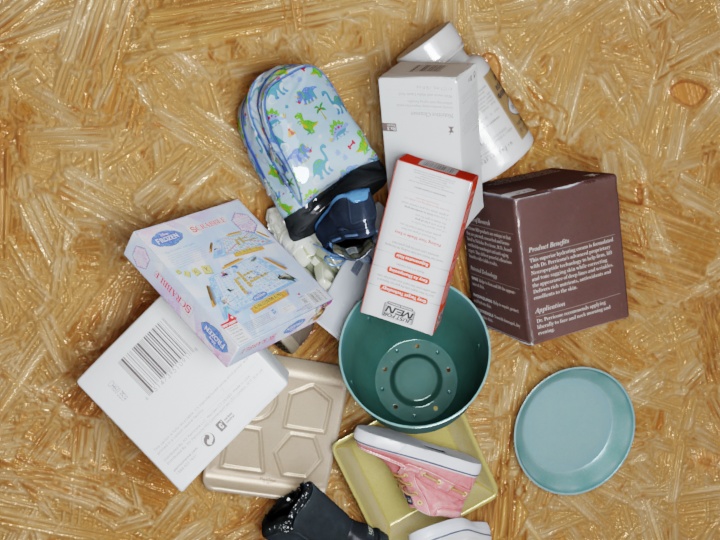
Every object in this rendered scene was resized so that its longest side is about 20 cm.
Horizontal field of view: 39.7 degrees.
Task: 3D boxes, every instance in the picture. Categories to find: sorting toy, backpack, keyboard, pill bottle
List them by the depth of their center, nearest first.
[{"bbox_3d":[-0.074,-0.171,1.309,0.162,0.154,0.201,-30,78,-18],"label":"backpack"},{"bbox_3d":[0.139,-0.228,1.356,0.114,0.114,0.201,-36,104,-4],"label":"pill bottle"},{"bbox_3d":[0.000,0.000,1.376,0.056,0.011,0.202,37,64,-20],"label":"keyboard"},{"bbox_3d":[-0.121,0.223,1.428,0.182,0.036,0.203,10,93,-14],"label":"sorting toy"}]

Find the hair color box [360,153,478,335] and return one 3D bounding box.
[{"bbox_3d":[0.074,-0.033,1.251,0.100,0.061,0.203,17,107,10],"label":"hair color box"}]

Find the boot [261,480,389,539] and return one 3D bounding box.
[{"bbox_3d":[-0.079,0.403,1.424,0.167,0.077,0.200,36,110,-19],"label":"boot"}]

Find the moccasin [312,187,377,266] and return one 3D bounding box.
[{"bbox_3d":[-0.019,-0.042,1.266,0.079,0.200,0.069,-16,79,-7],"label":"moccasin"}]

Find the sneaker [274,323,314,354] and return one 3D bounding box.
[{"bbox_3d":[-0.143,0.024,1.377,0.200,0.070,0.076,48,69,-19],"label":"sneaker"}]

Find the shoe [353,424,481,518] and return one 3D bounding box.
[{"bbox_3d":[0.071,0.287,1.410,0.198,0.071,0.092,20,93,-18],"label":"shoe"}]

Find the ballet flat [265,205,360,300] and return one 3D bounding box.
[{"bbox_3d":[-0.057,-0.010,1.373,0.072,0.072,0.200,-42,106,-2],"label":"ballet flat"}]

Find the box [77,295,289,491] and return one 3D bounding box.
[{"bbox_3d":[-0.227,0.140,1.318,0.199,0.131,0.200,-44,94,0],"label":"box"}]

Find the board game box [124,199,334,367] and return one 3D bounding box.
[{"bbox_3d":[-0.162,0.009,1.261,0.200,0.199,0.041,46,125,15],"label":"board game box"}]

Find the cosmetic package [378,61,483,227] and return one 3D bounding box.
[{"bbox_3d":[0.093,-0.162,1.291,0.111,0.081,0.203,5,117,26],"label":"cosmetic package"}]

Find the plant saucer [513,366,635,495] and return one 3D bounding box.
[{"bbox_3d":[0.322,0.241,1.524,0.197,0.036,0.203,-2,101,-11],"label":"plant saucer"}]

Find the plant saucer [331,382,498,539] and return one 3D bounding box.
[{"bbox_3d":[0.079,0.288,1.473,0.198,0.048,0.202,-27,104,-6],"label":"plant saucer"}]

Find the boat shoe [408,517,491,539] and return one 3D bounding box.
[{"bbox_3d":[0.143,0.401,1.442,0.073,0.199,0.068,-31,63,29],"label":"boat shoe"}]

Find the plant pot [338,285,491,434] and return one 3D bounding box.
[{"bbox_3d":[0.074,0.131,1.363,0.197,0.161,0.204,-1,70,3],"label":"plant pot"}]

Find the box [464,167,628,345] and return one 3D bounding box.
[{"bbox_3d":[0.252,-0.025,1.382,0.164,0.164,0.203,-12,103,-19],"label":"box"}]
